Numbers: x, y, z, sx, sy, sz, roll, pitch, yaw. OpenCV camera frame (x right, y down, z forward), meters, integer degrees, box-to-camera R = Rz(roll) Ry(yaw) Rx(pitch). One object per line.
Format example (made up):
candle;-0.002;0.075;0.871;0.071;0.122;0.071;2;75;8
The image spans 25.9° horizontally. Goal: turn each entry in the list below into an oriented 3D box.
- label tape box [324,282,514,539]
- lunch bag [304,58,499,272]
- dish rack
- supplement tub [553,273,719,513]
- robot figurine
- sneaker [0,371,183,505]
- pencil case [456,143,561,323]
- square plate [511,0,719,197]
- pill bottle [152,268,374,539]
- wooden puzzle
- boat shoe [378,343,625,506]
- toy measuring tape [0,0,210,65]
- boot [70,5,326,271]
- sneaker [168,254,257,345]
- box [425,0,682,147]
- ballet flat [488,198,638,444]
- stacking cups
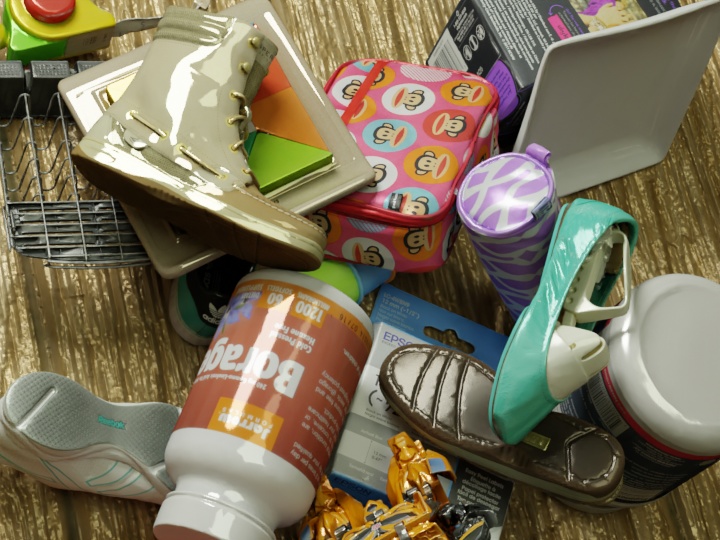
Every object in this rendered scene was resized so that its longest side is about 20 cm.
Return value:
label tape box;0.060;0.109;1.242;0.142;0.066;0.201;24;62;-8
lunch bag;0.013;-0.091;1.284;0.174;0.082;0.201;12;44;16
dish rack;-0.216;-0.081;1.223;0.152;0.055;0.202;-3;58;-20
supplement tub;0.220;0.102;1.224;0.139;0.200;0.142;8;63;-16
robot figurine;0.015;0.177;1.065;0.144;0.200;0.059;-29;101;-1
sneaker;-0.184;0.132;1.146;0.199;0.080;0.071;25;50;-29
pencil case;0.140;-0.015;1.256;0.084;0.200;0.086;29;71;34
square plate;0.210;-0.144;1.345;0.197;0.201;0.029;-18;55;-26
pill bottle;-0.071;0.109;1.114;0.111;0.112;0.201;25;63;-7
wooden puzzle;-0.111;-0.110;1.198;0.184;0.037;0.201;-26;67;-16
boat shoe;0.102;0.126;1.174;0.199;0.076;0.072;29;68;20
toy measuring tape;-0.224;-0.220;1.294;0.198;0.074;0.074;-18;73;-26
boot;-0.089;-0.098;1.138;0.198;0.073;0.156;24;70;13
sneaker;-0.106;-0.045;1.242;0.071;0.080;0.202;12;64;-24
box;0.177;-0.197;1.396;0.198;0.122;0.107;-18;71;-26
ballet flat;0.153;0.034;1.128;0.067;0.070;0.201;49;55;-45
stacking cups;0.000;0.000;1.277;0.199;0.061;0.061;-30;78;-30
